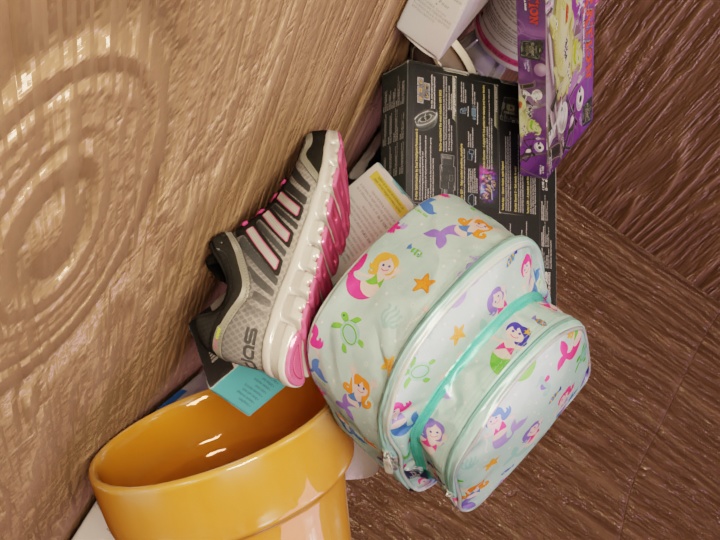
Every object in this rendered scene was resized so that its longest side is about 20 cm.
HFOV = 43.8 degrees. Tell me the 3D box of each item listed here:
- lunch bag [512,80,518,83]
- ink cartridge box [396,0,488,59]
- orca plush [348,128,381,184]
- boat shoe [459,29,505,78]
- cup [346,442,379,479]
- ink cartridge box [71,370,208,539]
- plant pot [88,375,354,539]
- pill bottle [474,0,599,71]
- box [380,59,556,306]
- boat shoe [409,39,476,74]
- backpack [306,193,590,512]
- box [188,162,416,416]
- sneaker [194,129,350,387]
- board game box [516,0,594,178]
[{"bbox_3d":[0.131,-0.140,1.092,0.160,0.076,0.200,-31,-166,45],"label":"lunch bag"},{"bbox_3d":[0.110,-0.269,0.642,0.163,0.057,0.200,-52,-179,-32],"label":"ink cartridge box"},{"bbox_3d":[0.060,-0.147,0.972,0.200,0.071,0.105,-54,177,-13],"label":"orca plush"},{"bbox_3d":[0.113,-0.215,1.057,0.200,0.072,0.069,-44,-169,-7],"label":"boat shoe"},{"bbox_3d":[-0.064,0.146,1.050,0.200,0.200,0.143,-15,116,-85],"label":"cup"},{"bbox_3d":[-0.196,0.216,0.892,0.200,0.084,0.146,-55,178,17],"label":"ink cartridge box"},{"bbox_3d":[-0.087,0.203,0.709,0.200,0.183,0.200,-16,-168,3],"label":"plant pot"},{"bbox_3d":[0.209,-0.319,0.977,0.113,0.113,0.200,-53,176,-28],"label":"pill bottle"},{"bbox_3d":[0.096,-0.067,0.774,0.044,0.160,0.200,-10,-102,61],"label":"box"},{"bbox_3d":[0.072,-0.167,0.862,0.060,0.072,0.200,-37,162,-3],"label":"boat shoe"},{"bbox_3d":[0.060,0.055,0.608,0.178,0.151,0.200,-45,143,-14],"label":"backpack"},{"bbox_3d":[-0.035,0.014,0.681,0.200,0.049,0.082,-40,-140,7],"label":"box"},{"bbox_3d":[-0.060,-0.019,0.615,0.074,0.087,0.200,77,22,-59],"label":"sneaker"},{"bbox_3d":[0.159,-0.189,0.719,0.120,0.032,0.200,-52,142,-46],"label":"board game box"}]
